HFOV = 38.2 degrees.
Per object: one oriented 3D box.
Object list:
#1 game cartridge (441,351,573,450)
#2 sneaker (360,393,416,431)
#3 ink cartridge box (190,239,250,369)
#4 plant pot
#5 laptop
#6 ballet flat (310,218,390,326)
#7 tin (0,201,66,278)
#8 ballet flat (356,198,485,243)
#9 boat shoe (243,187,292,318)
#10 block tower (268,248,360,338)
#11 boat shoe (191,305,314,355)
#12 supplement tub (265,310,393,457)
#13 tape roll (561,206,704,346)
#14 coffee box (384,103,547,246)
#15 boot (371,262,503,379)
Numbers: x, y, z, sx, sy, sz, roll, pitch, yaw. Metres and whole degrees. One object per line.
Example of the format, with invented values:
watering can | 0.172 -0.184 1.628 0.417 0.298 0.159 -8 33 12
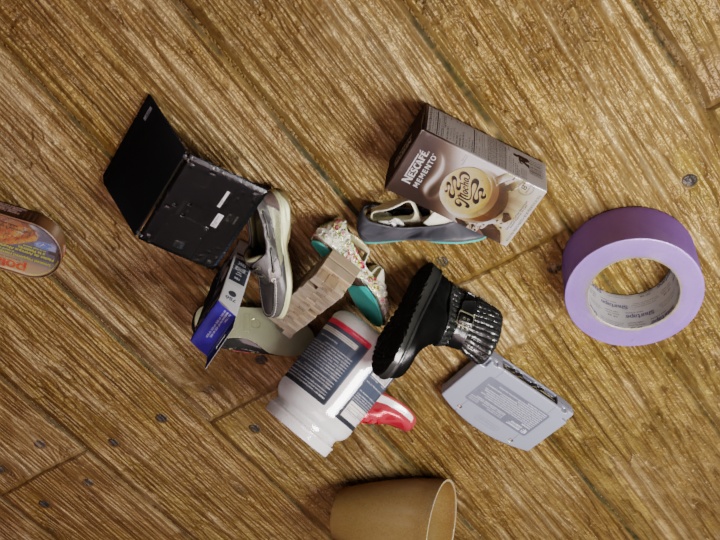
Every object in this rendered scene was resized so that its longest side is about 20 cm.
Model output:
game cartridge | 0.241 0.223 1.753 0.200 0.041 0.133 35 119 -18
sneaker | -0.013 0.251 1.743 0.200 0.116 0.078 26 157 -2
ink cartridge box | -0.209 0.048 1.573 0.039 0.200 0.100 28 123 -15
plant pot | 0.052 0.455 1.874 0.199 0.187 0.187 5 128 20
laptop | -0.262 -0.125 1.531 0.200 0.103 0.177 24 127 -21
ballet flat | 0.000 0.000 1.598 0.076 0.064 0.200 11 143 52
tin | -0.565 -0.054 1.643 0.199 0.042 0.112 18 123 -6
ballet flat | 0.090 -0.076 1.529 0.199 0.073 0.073 -1 126 10
boat shoe | -0.145 -0.022 1.561 0.066 0.072 0.201 -10 110 -34
block tower | -0.077 0.038 1.598 0.058 0.054 0.200 38 144 -8
boat shoe | -0.176 0.098 1.697 0.201 0.074 0.063 11 164 -13
supplement tub | -0.040 0.176 1.636 0.140 0.140 0.200 43 81 -23
tape roll | 0.402 0.011 1.545 0.199 0.085 0.200 4 127 5
coffee box | 0.148 -0.134 1.470 0.200 0.080 0.113 24 126 -11
boot | 0.123 0.108 1.586 0.158 0.211 0.079 38 155 -17
